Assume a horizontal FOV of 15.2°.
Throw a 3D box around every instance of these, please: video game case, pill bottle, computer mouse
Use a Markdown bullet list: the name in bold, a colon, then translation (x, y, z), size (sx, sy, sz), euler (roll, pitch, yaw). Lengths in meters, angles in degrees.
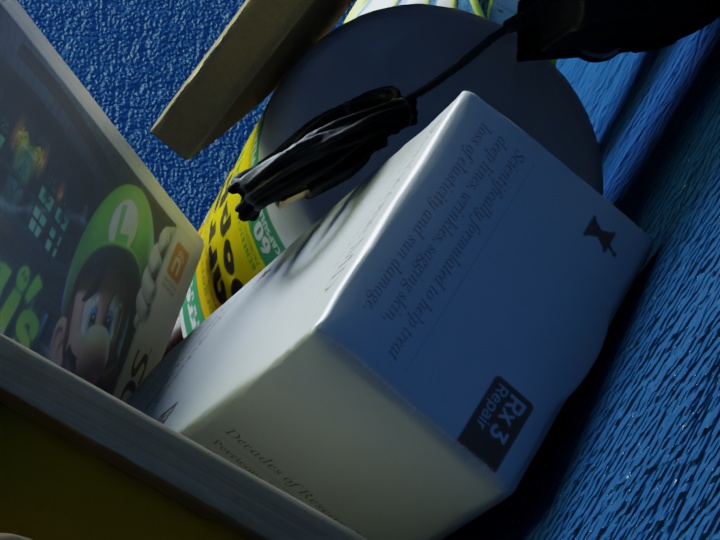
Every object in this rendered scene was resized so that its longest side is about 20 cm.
- **video game case**: translation (-0.114, 0.030, 0.794), size (0.200, 0.023, 0.182), euler (56, -130, -61)
- **pill bottle**: translation (0.000, 0.000, 0.924), size (0.113, 0.113, 0.200), euler (-62, 3, -26)
- **computer mouse**: translation (0.047, -0.059, 0.794), size (0.200, 0.034, 0.059), euler (-31, 9, -21)

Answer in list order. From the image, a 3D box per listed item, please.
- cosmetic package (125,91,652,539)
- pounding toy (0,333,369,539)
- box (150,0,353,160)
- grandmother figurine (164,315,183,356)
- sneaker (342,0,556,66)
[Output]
- **cosmetic package**: translation (-0.013, 0.042, 0.771), size (0.200, 0.074, 0.102), euler (-42, 12, 51)
- **pounding toy**: translation (-0.095, 0.112, 0.616), size (0.142, 0.200, 0.184), euler (-56, 5, 51)
- **box**: translation (0.018, -0.131, 0.837), size (0.200, 0.021, 0.164), euler (-50, 1, 20)
- **grandmother figurine**: translation (-0.062, 0.031, 1.087), size (0.200, 0.061, 0.121), euler (-53, 3, 30)
- **sneaker**: translation (0.063, -0.128, 0.976), size (0.200, 0.076, 0.105), euler (-45, -14, -20)
